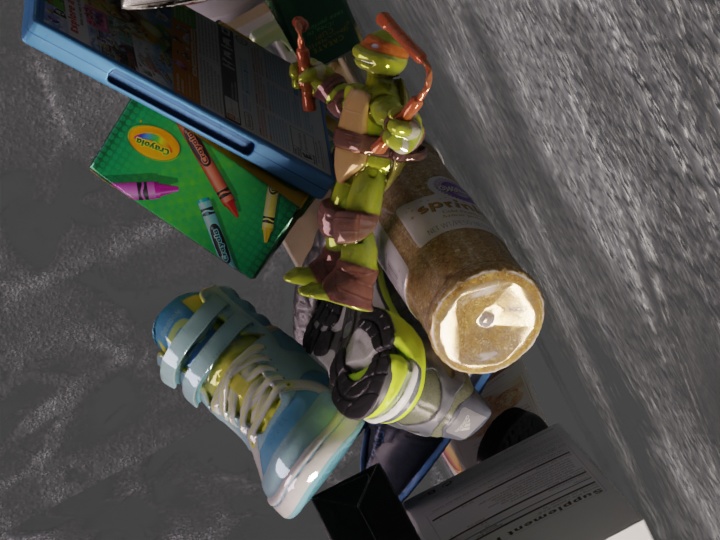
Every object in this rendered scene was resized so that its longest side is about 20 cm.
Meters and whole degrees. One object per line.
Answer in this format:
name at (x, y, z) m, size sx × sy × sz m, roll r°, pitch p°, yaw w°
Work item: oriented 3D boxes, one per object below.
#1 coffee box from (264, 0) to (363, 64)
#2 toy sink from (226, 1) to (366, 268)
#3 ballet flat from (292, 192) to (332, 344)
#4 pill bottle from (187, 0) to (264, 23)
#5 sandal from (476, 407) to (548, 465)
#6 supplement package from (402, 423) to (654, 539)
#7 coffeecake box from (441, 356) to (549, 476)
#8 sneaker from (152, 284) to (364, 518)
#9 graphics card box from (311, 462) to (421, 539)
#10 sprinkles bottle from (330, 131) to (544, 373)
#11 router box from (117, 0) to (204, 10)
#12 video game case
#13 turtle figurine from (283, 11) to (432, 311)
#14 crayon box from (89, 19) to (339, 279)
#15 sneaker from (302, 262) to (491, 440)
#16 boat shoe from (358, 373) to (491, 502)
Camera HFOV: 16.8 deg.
coffee box at (-0.064, -0.231, 1.498) m, size 0.123 × 0.044 × 0.200 m, roll 59°, pitch 175°, yaw 45°
toy sink at (-0.047, -0.108, 1.685) m, size 0.131 × 0.112 × 0.200 m, roll 60°, pitch 177°, yaw 34°
ballet flat at (0.000, 0.000, 1.545) m, size 0.057 × 0.066 × 0.201 m, roll -125°, pitch 41°, yaw -50°
pill bottle at (-0.122, -0.250, 1.708) m, size 0.112 × 0.112 × 0.200 m, roll 60°, pitch 177°, yaw 44°
sandal at (0.119, 0.169, 1.651) m, size 0.048 × 0.075 × 0.201 m, roll 16°, pitch 139°, yaw 42°
supplement package at (0.118, 0.195, 1.489) m, size 0.122 × 0.119 × 0.200 m, roll 65°, pitch 177°, yaw -16°
coffeecake box at (0.061, 0.057, 1.689) m, size 0.154 × 0.073 × 0.200 m, roll 58°, pitch 176°, yaw 40°
sneaker at (-0.068, 0.071, 1.429) m, size 0.130 × 0.080 × 0.200 m, roll 37°, pitch -177°, yaw -6°
graphics card box at (0.038, 0.219, 1.435) m, size 0.200 × 0.051 × 0.126 m, roll 69°, pitch 174°, yaw -49°
sprinkles bottle at (0.040, -0.018, 1.389) m, size 0.068 × 0.068 × 0.200 m, roll 64°, pitch 177°, yaw -34°
router box at (-0.135, -0.270, 1.407) m, size 0.150 × 0.062 × 0.201 m, roll -130°, pitch 34°, yaw -54°
video game case at (-0.107, -0.124, 1.444) m, size 0.200 × 0.018 × 0.143 m, roll 28°, pitch -156°, yaw -19°
turtle figurine at (-0.001, -0.066, 1.346) m, size 0.200 × 0.064 × 0.162 m, roll 30°, pitch 110°, yaw 63°
crayon box at (-0.077, -0.079, 1.499) m, size 0.119 × 0.058 × 0.200 m, roll 34°, pitch -158°, yaw 0°
sneaker at (0.021, 0.047, 1.415) m, size 0.081 × 0.074 × 0.200 m, roll 28°, pitch -163°, yaw -19°
boat shoe at (0.036, 0.076, 1.529) m, size 0.069 × 0.200 × 0.084 m, roll 33°, pitch -146°, yaw 4°
